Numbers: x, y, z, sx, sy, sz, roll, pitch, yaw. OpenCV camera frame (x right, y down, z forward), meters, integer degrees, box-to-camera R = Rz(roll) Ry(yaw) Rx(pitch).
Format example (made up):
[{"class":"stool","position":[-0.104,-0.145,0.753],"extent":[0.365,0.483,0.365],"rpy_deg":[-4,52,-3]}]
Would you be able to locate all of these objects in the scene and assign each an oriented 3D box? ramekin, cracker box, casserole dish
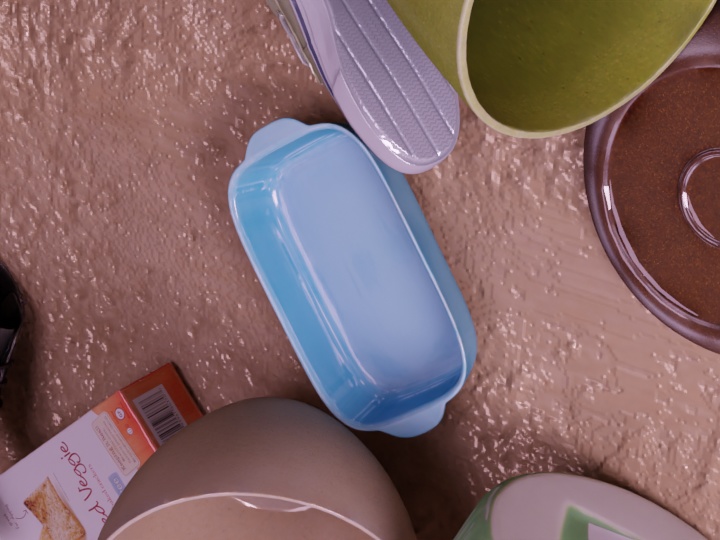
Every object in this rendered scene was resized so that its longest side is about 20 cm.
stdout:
[{"class":"ramekin","position":[0.125,0.199,1.362],"extent":[0.200,0.200,0.098],"rpy_deg":[37,118,20]},{"class":"cracker box","position":[-0.163,0.165,1.649],"extent":[0.200,0.058,0.134],"rpy_deg":[-35,86,41]},{"class":"casserole dish","position":[0.000,0.000,1.474],"extent":[0.121,0.039,0.201],"rpy_deg":[-25,93,40]}]

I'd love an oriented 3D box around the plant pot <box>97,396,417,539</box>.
[{"class":"plant pot","position":[-0.056,0.153,1.494],"extent":[0.199,0.135,0.201],"rpy_deg":[2,132,3]}]

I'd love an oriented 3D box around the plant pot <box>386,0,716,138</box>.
[{"class":"plant pot","position":[0.061,-0.198,1.273],"extent":[0.200,0.187,0.188],"rpy_deg":[43,129,34]}]

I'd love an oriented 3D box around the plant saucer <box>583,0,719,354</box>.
[{"class":"plant saucer","position":[0.197,-0.040,1.316],"extent":[0.200,0.032,0.201],"rpy_deg":[15,117,31]}]

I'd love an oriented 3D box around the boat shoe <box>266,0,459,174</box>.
[{"class":"boat shoe","position":[-0.009,-0.143,1.415],"extent":[0.201,0.072,0.062],"rpy_deg":[63,155,4]}]

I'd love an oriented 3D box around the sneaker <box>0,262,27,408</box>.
[{"class":"sneaker","position":[-0.264,0.093,1.644],"extent":[0.106,0.075,0.201],"rpy_deg":[-35,57,37]}]
